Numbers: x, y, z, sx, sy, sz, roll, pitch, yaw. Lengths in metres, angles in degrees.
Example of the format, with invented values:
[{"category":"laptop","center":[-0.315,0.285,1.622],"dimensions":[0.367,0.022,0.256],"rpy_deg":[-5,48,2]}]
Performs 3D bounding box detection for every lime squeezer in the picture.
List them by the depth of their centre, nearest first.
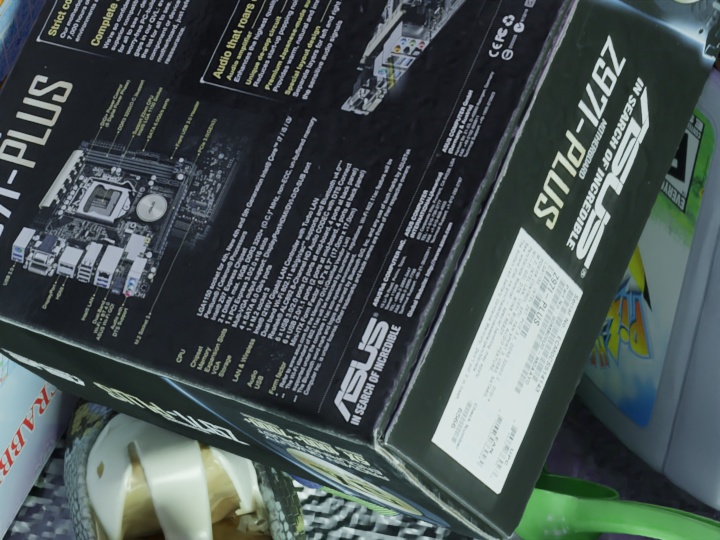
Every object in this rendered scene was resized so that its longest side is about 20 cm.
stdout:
[{"category":"lime squeezer","center":[0.055,0.038,0.730],"dimensions":[0.038,0.071,0.200],"rpy_deg":[-6,41,-19]}]

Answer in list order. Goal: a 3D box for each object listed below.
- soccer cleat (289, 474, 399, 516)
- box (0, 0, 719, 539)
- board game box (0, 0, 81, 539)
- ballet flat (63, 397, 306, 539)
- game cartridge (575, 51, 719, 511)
[{"category":"soccer cleat","center":[-0.001,0.001,0.788],"dimensions":[0.065,0.084,0.200],"rpy_deg":[-33,28,26]},{"category":"box","center":[-0.004,-0.048,0.667],"dimensions":[0.164,0.086,0.200],"rpy_deg":[16,76,32]},{"category":"board game box","center":[-0.125,-0.013,0.706],"dimensions":[0.041,0.200,0.200],"rpy_deg":[13,51,19]},{"category":"ballet flat","center":[-0.047,0.088,0.704],"dimensions":[0.072,0.072,0.201],"rpy_deg":[-11,50,-7]},{"category":"game cartridge","center":[0.088,-0.020,0.736],"dimensions":[0.040,0.134,0.200],"rpy_deg":[-9,35,-22]}]
